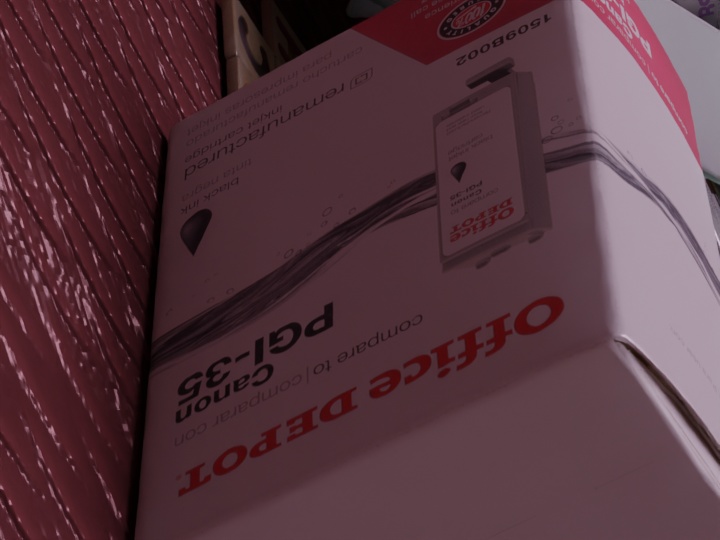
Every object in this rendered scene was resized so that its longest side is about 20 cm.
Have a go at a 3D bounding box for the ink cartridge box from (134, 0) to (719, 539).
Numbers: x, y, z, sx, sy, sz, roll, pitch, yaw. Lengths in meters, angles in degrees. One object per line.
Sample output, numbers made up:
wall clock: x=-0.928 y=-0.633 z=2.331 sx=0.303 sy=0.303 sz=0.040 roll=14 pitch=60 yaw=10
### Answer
ink cartridge box: x=0.022 y=0.011 z=0.725 sx=0.083 sy=0.146 sz=0.200 roll=52 pitch=21 yaw=-31

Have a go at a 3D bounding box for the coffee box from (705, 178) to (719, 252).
coffee box: x=0.118 y=0.009 z=1.137 sx=0.080 sy=0.114 sz=0.200 roll=68 pitch=15 yaw=0

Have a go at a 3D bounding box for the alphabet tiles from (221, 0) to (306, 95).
alphabet tiles: x=0.000 y=0.000 z=0.942 sx=0.167 sy=0.006 sz=0.200 roll=-95 pitch=158 yaw=-45

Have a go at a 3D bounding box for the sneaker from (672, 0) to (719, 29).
sneaker: x=0.144 y=-0.133 z=1.202 sx=0.200 sy=0.100 sz=0.075 roll=160 pitch=-93 yaw=-80

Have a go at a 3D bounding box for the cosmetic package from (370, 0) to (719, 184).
cosmetic package: x=0.070 y=-0.092 z=0.975 sx=0.200 sy=0.052 sz=0.151 roll=24 pitch=4 yaw=-44

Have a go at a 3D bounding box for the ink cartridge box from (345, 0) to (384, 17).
ink cartridge box: x=0.057 y=-0.209 z=1.117 sx=0.162 sy=0.050 sz=0.200 roll=-5 pitch=116 yaw=-44
